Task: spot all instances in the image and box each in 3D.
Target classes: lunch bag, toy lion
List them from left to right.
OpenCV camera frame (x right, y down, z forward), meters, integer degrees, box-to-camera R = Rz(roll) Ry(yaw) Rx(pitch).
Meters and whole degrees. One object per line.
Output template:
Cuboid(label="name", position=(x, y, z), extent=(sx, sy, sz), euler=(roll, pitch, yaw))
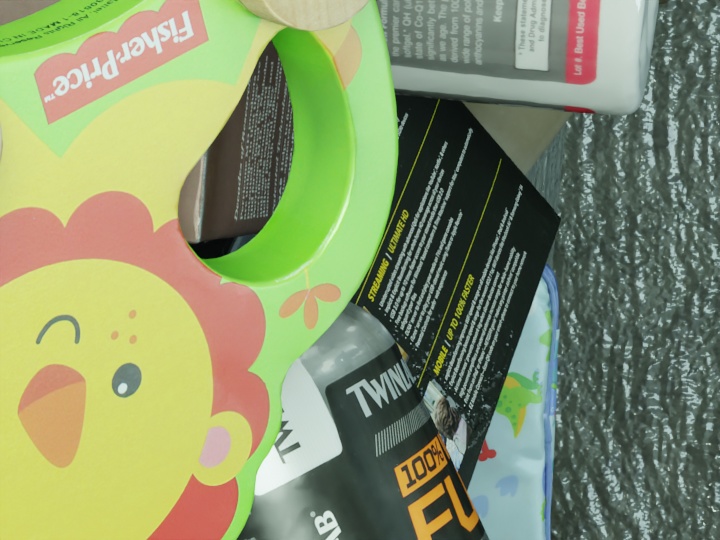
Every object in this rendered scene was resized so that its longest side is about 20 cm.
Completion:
Cuboid(label="toy lion", position=(-0.069, 0.006, 0.657), extent=(0.200, 0.069, 0.192), euler=(-32, 123, -29))
Cuboid(label="lunch bag", position=(0.012, 0.080, 1.222), extent=(0.082, 0.161, 0.200), euler=(-132, -137, -68))

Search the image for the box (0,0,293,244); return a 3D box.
Cuboid(label="box", position=(-0.072, -0.049, 0.806), extent=(0.200, 0.100, 0.075), euler=(-5, 101, -80))

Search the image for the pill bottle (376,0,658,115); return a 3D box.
Cuboid(label="pill bottle", position=(0.014, -0.123, 0.970), extent=(0.111, 0.200, 0.111), euler=(6, 90, -81))

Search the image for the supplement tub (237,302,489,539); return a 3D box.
Cuboid(label="supplement tub", position=(-0.020, 0.096, 0.857), extent=(0.200, 0.122, 0.123), euler=(64, 13, -4))

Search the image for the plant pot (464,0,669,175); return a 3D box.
Cuboid(label="plant pot", position=(0.052, -0.131, 1.313), extent=(0.200, 0.200, 0.174), euler=(3, 109, -81))

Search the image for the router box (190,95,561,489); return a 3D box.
Cuboid(label="router box", position=(0.000, 0.000, 1.027), extent=(0.149, 0.051, 0.200), euler=(48, 41, -24))
